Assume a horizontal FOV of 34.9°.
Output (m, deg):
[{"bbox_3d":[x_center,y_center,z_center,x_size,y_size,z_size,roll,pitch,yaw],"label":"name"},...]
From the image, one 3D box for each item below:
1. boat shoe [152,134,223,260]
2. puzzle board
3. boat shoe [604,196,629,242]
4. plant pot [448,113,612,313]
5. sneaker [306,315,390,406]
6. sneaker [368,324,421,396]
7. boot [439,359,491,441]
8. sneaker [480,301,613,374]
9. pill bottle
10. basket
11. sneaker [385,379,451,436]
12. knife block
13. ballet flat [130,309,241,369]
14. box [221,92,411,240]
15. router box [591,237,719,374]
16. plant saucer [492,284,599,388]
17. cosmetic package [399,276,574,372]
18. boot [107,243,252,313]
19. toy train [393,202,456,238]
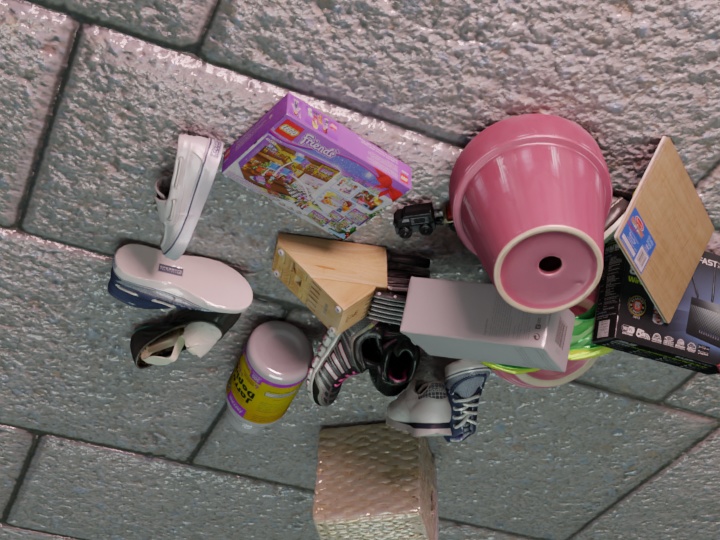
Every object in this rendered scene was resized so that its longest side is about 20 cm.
[{"bbox_3d":[-0.230,-0.096,1.446,0.065,0.074,0.201,18,129,-13],"label":"boat shoe"},{"bbox_3d":[0.381,-0.048,1.437,0.017,0.152,0.200,15,157,42],"label":"puzzle board"},{"bbox_3d":[0.271,-0.033,1.503,0.201,0.061,0.072,-43,168,22],"label":"boat shoe"},{"bbox_3d":[0.209,-0.055,1.358,0.197,0.180,0.202,-1,129,-1],"label":"plant pot"},{"bbox_3d":[-0.015,0.131,1.666,0.087,0.074,0.201,32,121,16],"label":"sneaker"},{"bbox_3d":[0.050,0.140,1.720,0.079,0.087,0.201,4,143,-1],"label":"sneaker"},{"bbox_3d":[0.161,0.197,1.734,0.072,0.091,0.200,-6,161,-8],"label":"boot"},{"bbox_3d":[0.249,0.086,1.547,0.198,0.074,0.085,-13,103,-7],"label":"sneaker"},{"bbox_3d":[-0.146,0.170,1.748,0.103,0.105,0.201,13,140,-15],"label":"pill bottle"},{"bbox_3d":[0.024,0.376,1.939,0.197,0.200,0.162,-7,138,11],"label":"basket"},{"bbox_3d":[0.090,0.204,1.733,0.075,0.082,0.200,-2,178,-19],"label":"sneaker"},{"bbox_3d":[0.000,0.000,1.575,0.200,0.175,0.064,43,144,19],"label":"knife block"},{"bbox_3d":[-0.257,0.101,1.691,0.198,0.069,0.068,-22,137,26],"label":"ballet flat"},{"bbox_3d":[-0.053,-0.124,1.421,0.199,0.039,0.136,28,135,-31],"label":"box"},{"bbox_3d":[0.414,0.043,1.529,0.198,0.152,0.062,15,165,-18],"label":"router box"},{"bbox_3d":[0.269,0.088,1.614,0.198,0.051,0.203,-6,120,-11],"label":"plant saucer"},{"bbox_3d":[0.163,0.069,1.468,0.198,0.082,0.113,7,163,26],"label":"cosmetic package"},{"bbox_3d":[-0.253,0.025,1.603,0.198,0.073,0.090,20,146,-10],"label":"boot"},{"bbox_3d":[0.138,-0.078,1.483,0.197,0.034,0.046,-8,131,11],"label":"toy train"}]
